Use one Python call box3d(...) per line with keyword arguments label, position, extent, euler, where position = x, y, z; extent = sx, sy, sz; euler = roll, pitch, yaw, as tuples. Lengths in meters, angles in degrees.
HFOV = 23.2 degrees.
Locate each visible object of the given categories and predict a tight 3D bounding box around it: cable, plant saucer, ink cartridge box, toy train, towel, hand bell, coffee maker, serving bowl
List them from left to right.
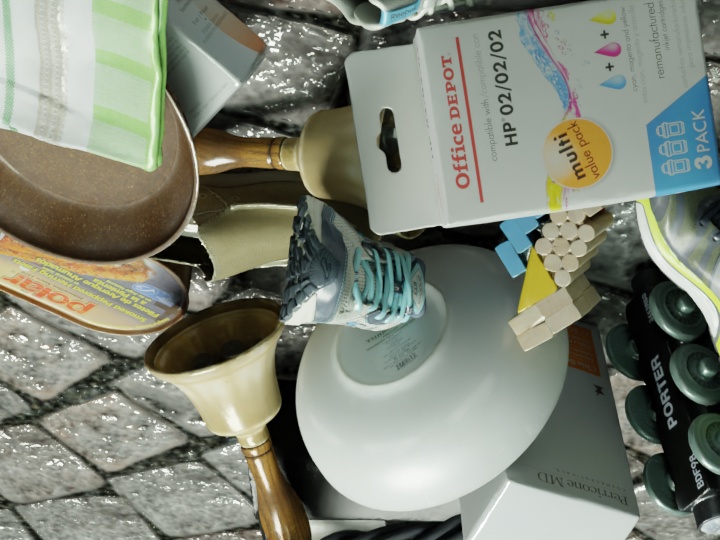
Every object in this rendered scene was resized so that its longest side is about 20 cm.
box3d(label="towel", position=(-0.204, -0.137, 0.993), extent=(0.200, 0.031, 0.149), euler=(17, 135, 11))
box3d(label="plant saucer", position=(-0.184, -0.091, 1.070), extent=(0.200, 0.037, 0.201), euler=(14, 134, 15))
box3d(label="ink cartridge box", position=(-0.179, -0.147, 1.077), extent=(0.200, 0.050, 0.162), euler=(42, 134, -10))
box3d(label="hand bell", position=(-0.071, 0.132, 1.265), extent=(0.104, 0.104, 0.200), euler=(-11, 113, 21))
box3d(label="hand bell", position=(-0.058, -0.075, 1.127), extent=(0.200, 0.104, 0.104), euler=(2, 144, 24))
box3d(label="coffee maker", position=(0.020, 0.140, 1.342), extent=(0.200, 0.135, 0.192), euler=(-3, 141, 11))
box3d(label="cable", position=(0.022, 0.206, 1.248), extent=(0.200, 0.051, 0.163), euler=(-29, 149, 32))
box3d(label="serving bowl", position=(0.036, 0.059, 1.176), extent=(0.200, 0.200, 0.066), euler=(-15, 139, 25))
box3d(label="ink cartridge box", position=(0.096, -0.089, 1.006), extent=(0.200, 0.115, 0.068), euler=(-9, -179, 0))
box3d(label="toy train", position=(0.243, 0.088, 1.200), extent=(0.114, 0.200, 0.085), euler=(7, 143, -25))

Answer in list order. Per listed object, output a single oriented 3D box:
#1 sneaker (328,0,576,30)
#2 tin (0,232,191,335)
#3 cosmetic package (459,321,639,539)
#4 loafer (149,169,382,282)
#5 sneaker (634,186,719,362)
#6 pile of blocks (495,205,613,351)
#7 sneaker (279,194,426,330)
box3d(label="sneaker", position=(0.034, -0.164, 0.981), extent=(0.200, 0.087, 0.075), euler=(6, 141, -3))
box3d(label="tin", position=(-0.213, -0.015, 1.251), extent=(0.200, 0.042, 0.112), euler=(27, 135, -26))
box3d(label="cosmetic package", position=(0.122, 0.112, 1.228), extent=(0.101, 0.200, 0.071), euler=(17, 125, -16))
box3d(label="loafer", position=(-0.084, -0.026, 1.192), extent=(0.200, 0.068, 0.076), euler=(5, 146, 5))
box3d(label="sneaker", position=(0.249, -0.004, 1.118), extent=(0.081, 0.074, 0.200), euler=(-25, 103, 50))
box3d(label="pile of blocks", position=(0.131, -0.051, 1.105), extent=(0.082, 0.062, 0.200), euler=(23, 110, 17))
box3d(label="sneaker", position=(0.000, 0.000, 1.076), extent=(0.086, 0.078, 0.200), euler=(9, 179, 3))
